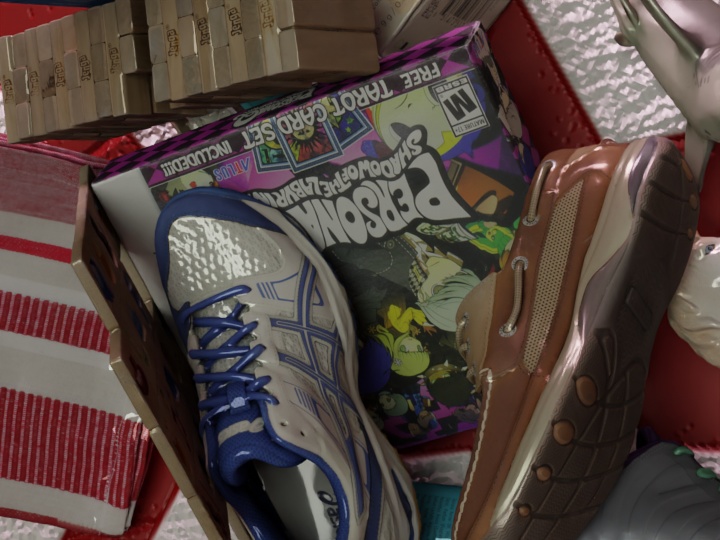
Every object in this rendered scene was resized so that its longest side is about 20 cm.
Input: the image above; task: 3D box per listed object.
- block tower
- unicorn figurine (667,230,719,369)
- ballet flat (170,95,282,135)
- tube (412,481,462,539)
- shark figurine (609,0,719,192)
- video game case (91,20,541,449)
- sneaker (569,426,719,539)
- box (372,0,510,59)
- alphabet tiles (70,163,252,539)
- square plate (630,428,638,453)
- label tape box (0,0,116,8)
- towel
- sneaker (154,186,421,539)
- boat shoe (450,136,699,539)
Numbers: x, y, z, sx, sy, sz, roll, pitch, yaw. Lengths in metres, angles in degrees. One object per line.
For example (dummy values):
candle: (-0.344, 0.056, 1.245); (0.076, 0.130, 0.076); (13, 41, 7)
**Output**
block tower: (-0.084, -0.099, 0.789); (0.200, 0.058, 0.054); (-8, 88, 41)
unicorn figurine: (0.209, 0.042, 0.725); (0.137, 0.074, 0.200); (-19, 94, 34)
ballet flat: (-0.090, -0.107, 0.880); (0.072, 0.072, 0.200); (-40, 74, 18)
tube: (0.068, 0.134, 0.813); (0.200, 0.050, 0.078); (8, 91, 15)
shark figurine: (0.156, -0.128, 0.779); (0.089, 0.128, 0.215); (-23, 60, -4)
video game case: (0.000, 0.000, 0.809); (0.200, 0.036, 0.181); (-18, 112, 22)
sneaker: (0.154, 0.106, 0.725); (0.200, 0.074, 0.088); (4, 64, -1)
box: (-0.019, -0.187, 0.834); (0.200, 0.095, 0.078); (44, 105, 17)
alphabet tiles: (-0.087, 0.048, 0.776); (0.008, 0.200, 0.167); (-26, 108, 1)
square plate: (0.109, 0.185, 0.744); (0.198, 0.028, 0.200); (-40, 76, -16)
label tape box: (-0.070, -0.161, 0.725); (0.200, 0.143, 0.066); (-11, 90, 29)
towel: (-0.166, 0.035, 0.879); (0.144, 0.023, 0.200); (13, 104, -11)
sneaker: (-0.038, 0.053, 0.750); (0.075, 0.088, 0.200); (-31, 84, 21)
boat shoe: (0.078, 0.033, 0.714); (0.072, 0.076, 0.200); (9, 62, 33)
